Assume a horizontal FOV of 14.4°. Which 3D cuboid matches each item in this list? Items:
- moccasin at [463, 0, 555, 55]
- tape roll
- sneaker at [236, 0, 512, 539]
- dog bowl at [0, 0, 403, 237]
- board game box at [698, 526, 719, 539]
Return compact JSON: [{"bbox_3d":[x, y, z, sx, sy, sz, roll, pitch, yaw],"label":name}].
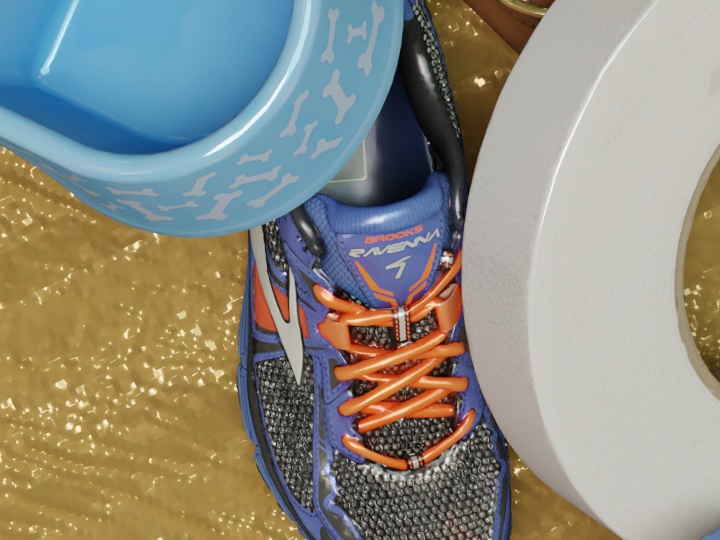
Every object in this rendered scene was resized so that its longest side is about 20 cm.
[{"bbox_3d":[0.062,-0.099,0.782,0.201,0.078,0.074,40,82,-15],"label":"moccasin"},{"bbox_3d":[0.119,-0.014,0.777,0.203,0.037,0.203,-12,114,-27],"label":"tape roll"},{"bbox_3d":[0.000,0.000,0.775,0.075,0.078,0.200,-15,94,-10],"label":"sneaker"},{"bbox_3d":[-0.088,-0.085,0.732,0.200,0.050,0.112,26,93,14],"label":"dog bowl"},{"bbox_3d":[0.086,0.165,0.766,0.039,0.158,0.200,0,120,31],"label":"board game box"}]
